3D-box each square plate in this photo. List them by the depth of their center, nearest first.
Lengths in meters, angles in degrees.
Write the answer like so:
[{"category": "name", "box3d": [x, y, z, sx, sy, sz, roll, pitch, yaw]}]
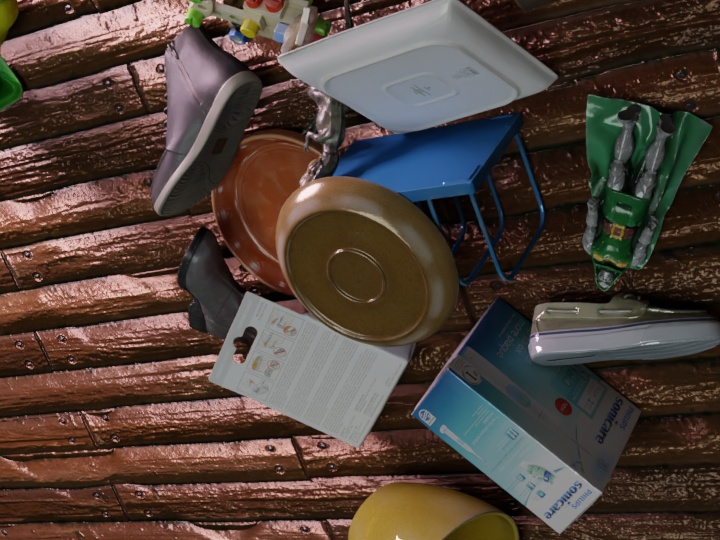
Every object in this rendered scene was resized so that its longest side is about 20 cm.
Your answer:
[{"category": "square plate", "box3d": [0.056, -0.181, 1.280, 0.196, 0.199, 0.029, -12, 69, 35]}]

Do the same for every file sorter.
[{"category": "file sorter", "box3d": [0.067, -0.059, 1.366, 0.198, 0.139, 0.124, -6, 119, 33]}]

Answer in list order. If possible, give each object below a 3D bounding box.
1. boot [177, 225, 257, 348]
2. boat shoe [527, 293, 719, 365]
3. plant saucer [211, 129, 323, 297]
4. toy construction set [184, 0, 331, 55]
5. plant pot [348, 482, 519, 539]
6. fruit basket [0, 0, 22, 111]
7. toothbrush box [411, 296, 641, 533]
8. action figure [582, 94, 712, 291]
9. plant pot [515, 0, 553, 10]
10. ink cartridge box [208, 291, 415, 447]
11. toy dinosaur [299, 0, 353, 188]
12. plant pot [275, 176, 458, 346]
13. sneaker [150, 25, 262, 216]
[{"category": "boot", "box3d": [-0.134, 0.032, 1.566, 0.130, 0.070, 0.201, 24, 156, 14]}, {"category": "boat shoe", "box3d": [0.262, 0.054, 1.368, 0.197, 0.072, 0.063, -6, 72, 20]}, {"category": "plant saucer", "box3d": [-0.074, -0.063, 1.513, 0.198, 0.032, 0.203, 15, 125, 23]}, {"category": "toy construction set", "box3d": [-0.103, -0.263, 1.340, 0.199, 0.093, 0.131, 34, 167, 18]}, {"category": "plant pot", "box3d": [0.067, 0.329, 1.590, 0.142, 0.198, 0.202, 35, 135, 40]}, {"category": "fruit basket", "box3d": [-0.480, -0.262, 1.565, 0.214, 0.155, 0.217, 31, 143, 26]}, {"category": "toothbrush box", "box3d": [0.175, 0.149, 1.424, 0.199, 0.146, 0.086, 40, 131, 4]}, {"category": "action figure", "box3d": [0.255, -0.063, 1.310, 0.117, 0.055, 0.202, 19, 130, 16]}, {"category": "plant pot", "box3d": [0.188, -0.333, 1.110, 0.171, 0.201, 0.202, -13, 112, 17]}, {"category": "ink cartridge box", "box3d": [-0.056, 0.103, 1.565, 0.198, 0.057, 0.163, 27, 130, -1]}, {"category": "toy dinosaur", "box3d": [-0.036, -0.176, 1.392, 0.088, 0.047, 0.203, 2, 84, 64]}, {"category": "plant pot", "box3d": [0.000, 0.000, 1.340, 0.198, 0.028, 0.202, 16, 131, 19]}, {"category": "sneaker", "box3d": [-0.186, -0.161, 1.478, 0.106, 0.074, 0.201, 48, 119, 23]}]
